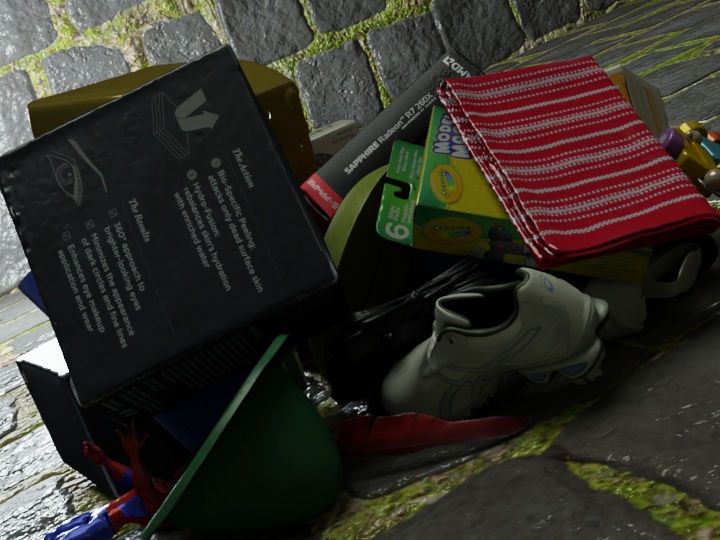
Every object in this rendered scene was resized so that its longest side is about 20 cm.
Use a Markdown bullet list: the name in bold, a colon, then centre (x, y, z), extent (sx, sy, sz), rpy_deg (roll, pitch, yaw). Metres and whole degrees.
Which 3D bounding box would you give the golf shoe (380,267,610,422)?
- **golf shoe**: centre (0.073, 0.046, 0.765), extent (0.199, 0.097, 0.079), rpy_deg (-27, 39, 39)

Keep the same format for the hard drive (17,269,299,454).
- **hard drive**: centre (-0.158, 0.032, 0.882), extent (0.132, 0.199, 0.025), rpy_deg (-47, -10, -14)

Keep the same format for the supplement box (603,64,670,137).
- **supplement box**: centre (0.234, -0.102, 0.982), extent (0.072, 0.128, 0.199), rpy_deg (-16, -4, 24)

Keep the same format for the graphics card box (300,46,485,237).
- **graphics card box**: centre (0.037, -0.100, 1.030), extent (0.200, 0.051, 0.126), rpy_deg (-43, -23, -9)

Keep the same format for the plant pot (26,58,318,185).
- **plant pot**: centre (-0.151, -0.097, 1.027), extent (0.197, 0.199, 0.194), rpy_deg (-6, 16, 33)

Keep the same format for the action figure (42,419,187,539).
- **action figure**: centre (-0.212, 0.172, 0.828), extent (0.197, 0.101, 0.065), rpy_deg (-22, 13, -8)

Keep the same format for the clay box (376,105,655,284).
- **clay box**: centre (0.115, -0.061, 0.818), extent (0.196, 0.048, 0.116), rpy_deg (9, 47, 3)

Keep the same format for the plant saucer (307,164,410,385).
- **plant saucer**: centre (0.000, 0.000, 0.949), extent (0.031, 0.203, 0.200), rpy_deg (18, 29, 18)

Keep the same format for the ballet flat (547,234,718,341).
- **ballet flat**: centre (0.201, 0.010, 0.837), extent (0.198, 0.069, 0.068), rpy_deg (-30, 27, -30)

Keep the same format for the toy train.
- **toy train**: centre (0.286, -0.050, 0.862), extent (0.056, 0.150, 0.200), rpy_deg (-52, -9, 24)

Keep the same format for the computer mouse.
- **computer mouse**: centre (0.036, 0.040, 0.850), extent (0.138, 0.047, 0.201), rpy_deg (-22, -18, -11)

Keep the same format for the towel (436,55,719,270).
- **towel**: centre (0.154, -0.086, 0.798), extent (0.142, 0.023, 0.202), rpy_deg (-11, 49, -16)

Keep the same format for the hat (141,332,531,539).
- **hat**: centre (-0.028, 0.155, 0.748), extent (0.201, 0.175, 0.166), rpy_deg (-53, 3, 44)

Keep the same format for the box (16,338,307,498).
- **box**: centre (-0.186, 0.094, 1.013), extent (0.198, 0.119, 0.196), rpy_deg (-27, 13, -25)

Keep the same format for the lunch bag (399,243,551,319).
- **lunch bag**: centre (0.126, -0.028, 0.963), extent (0.134, 0.134, 0.201), rpy_deg (-12, 25, 28)

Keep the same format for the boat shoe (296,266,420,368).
- **boat shoe**: centre (0.006, 0.038, 1.065), extent (0.198, 0.073, 0.068), rpy_deg (-30, 16, -3)

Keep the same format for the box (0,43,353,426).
- **box**: centre (-0.135, -0.021, 0.811), extent (0.197, 0.199, 0.118), rpy_deg (-26, -16, -1)

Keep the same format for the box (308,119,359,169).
- **box**: centre (-0.011, -0.045, 1.123), extent (0.081, 0.203, 0.068), rpy_deg (-25, 12, -12)
